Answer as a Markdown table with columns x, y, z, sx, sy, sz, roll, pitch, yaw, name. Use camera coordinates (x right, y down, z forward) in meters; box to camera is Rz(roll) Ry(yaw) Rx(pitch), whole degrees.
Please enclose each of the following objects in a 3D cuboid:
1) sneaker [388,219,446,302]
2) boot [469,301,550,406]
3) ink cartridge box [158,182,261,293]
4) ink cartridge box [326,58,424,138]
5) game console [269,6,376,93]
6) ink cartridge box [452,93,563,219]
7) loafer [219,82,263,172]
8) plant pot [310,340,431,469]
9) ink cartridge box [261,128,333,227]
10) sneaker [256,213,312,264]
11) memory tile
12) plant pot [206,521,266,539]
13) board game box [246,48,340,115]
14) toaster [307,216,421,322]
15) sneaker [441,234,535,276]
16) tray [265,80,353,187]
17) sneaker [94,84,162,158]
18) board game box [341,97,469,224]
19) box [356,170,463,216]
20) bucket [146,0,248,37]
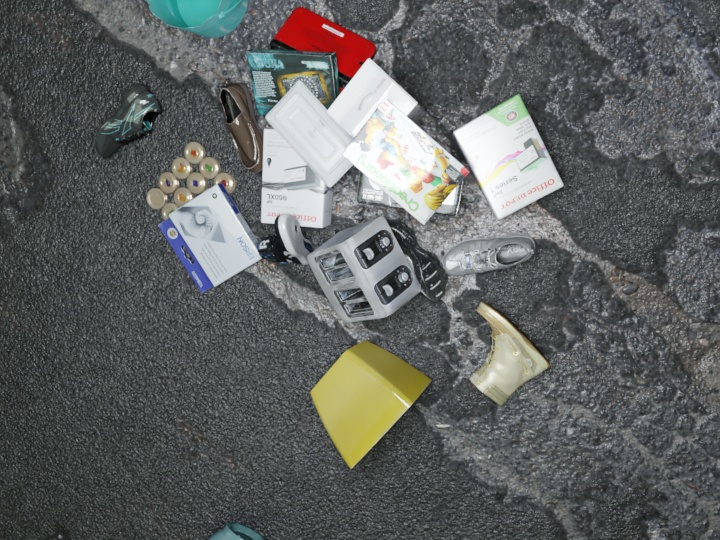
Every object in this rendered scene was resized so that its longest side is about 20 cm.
| x | y | z | sx | sy | sz | roll | pitch | yaw | name |
| --- | --- | --- | --- | --- | --- | --- | --- | --- | --- |
| 0.113 | -0.019 | 1.128 | 0.074 | 0.079 | 0.201 | -36 | 88 | -22 | sneaker |
| 0.288 | 0.182 | 1.128 | 0.200 | 0.073 | 0.155 | 45 | 102 | -5 | boot |
| -0.355 | -0.069 | 1.216 | 0.199 | 0.041 | 0.201 | -30 | 99 | 14 | ink cartridge box |
| 0.033 | -0.310 | 1.024 | 0.125 | 0.200 | 0.129 | 42 | 105 | 1 | ink cartridge box |
| -0.090 | -0.431 | 1.121 | 0.199 | 0.119 | 0.173 | 28 | 73 | 4 | game console |
| 0.295 | -0.223 | 1.047 | 0.144 | 0.084 | 0.201 | -27 | 94 | 15 | ink cartridge box |
| -0.266 | -0.311 | 1.143 | 0.073 | 0.071 | 0.202 | -18 | 93 | 32 | loafer |
| 0.011 | 0.271 | 1.148 | 0.176 | 0.200 | 0.200 | 44 | 105 | 13 | plant pot |
| -0.135 | -0.199 | 1.137 | 0.143 | 0.084 | 0.202 | 6 | 101 | 9 | ink cartridge box |
| -0.179 | -0.058 | 1.117 | 0.111 | 0.200 | 0.074 | 0 | 70 | 10 | sneaker |
| -0.402 | -0.188 | 1.228 | 0.153 | 0.017 | 0.200 | 46 | 105 | 1 | memory tile |
| -0.313 | 0.721 | 1.299 | 0.199 | 0.200 | 0.135 | 27 | 77 | 5 | plant pot |
| -0.137 | -0.386 | 1.085 | 0.198 | 0.028 | 0.136 | 12 | 129 | 21 | board game box |
| 0.000 | 0.000 | 1.095 | 0.199 | 0.118 | 0.182 | -13 | 109 | 53 | toaster |
| 0.266 | -0.034 | 1.088 | 0.198 | 0.082 | 0.075 | -16 | 97 | 14 | sneaker |
| -0.095 | -0.278 | 1.062 | 0.107 | 0.022 | 0.200 | -42 | 92 | 12 | tray |
| -0.536 | -0.329 | 1.200 | 0.079 | 0.075 | 0.200 | 43 | 105 | -1 | sneaker |
| 0.080 | -0.196 | 0.940 | 0.200 | 0.035 | 0.126 | 39 | 106 | -5 | board game box |
| 0.106 | -0.171 | 1.054 | 0.198 | 0.164 | 0.087 | 9 | 102 | 10 | box |
| -0.337 | -0.594 | 1.080 | 0.205 | 0.135 | 0.209 | 2 | 102 | 11 | bucket |
